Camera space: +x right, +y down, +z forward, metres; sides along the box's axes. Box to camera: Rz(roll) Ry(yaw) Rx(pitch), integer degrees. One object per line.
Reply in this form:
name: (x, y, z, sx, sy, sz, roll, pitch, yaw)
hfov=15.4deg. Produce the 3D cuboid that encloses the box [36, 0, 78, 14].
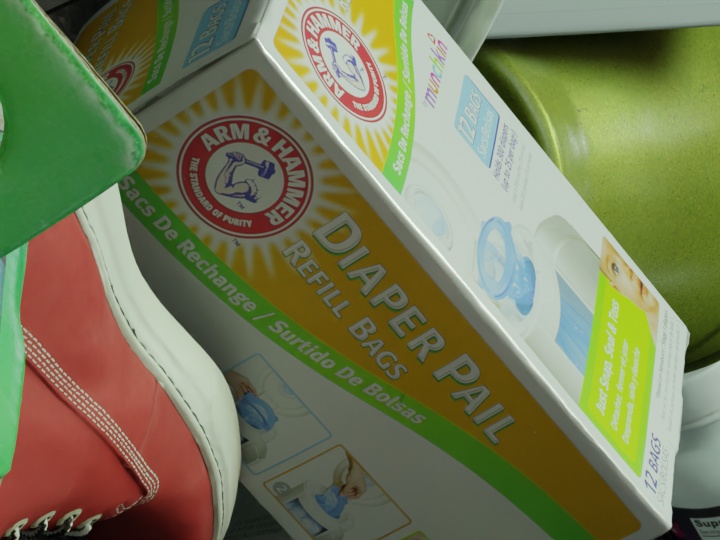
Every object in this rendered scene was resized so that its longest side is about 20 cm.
box: (-0.113, -0.172, 0.899, 0.117, 0.060, 0.200, 60, 21, -21)

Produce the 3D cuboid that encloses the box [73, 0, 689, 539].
box: (0.000, 0.000, 0.803, 0.200, 0.101, 0.113, 49, 28, -20)

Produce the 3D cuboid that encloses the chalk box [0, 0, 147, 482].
chalk box: (-0.135, 0.007, 0.443, 0.124, 0.200, 0.124, 52, 25, -37)

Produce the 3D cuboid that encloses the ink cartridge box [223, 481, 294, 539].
ink cartridge box: (-0.021, 0.181, 0.817, 0.160, 0.047, 0.200, 59, 38, -24)

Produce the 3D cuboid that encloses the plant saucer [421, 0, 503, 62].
plant saucer: (-0.020, -0.117, 0.900, 0.050, 0.200, 0.200, 22, 45, -33)

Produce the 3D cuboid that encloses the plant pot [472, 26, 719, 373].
plant pot: (0.064, -0.042, 1.066, 0.193, 0.200, 0.201, -12, 80, -58)

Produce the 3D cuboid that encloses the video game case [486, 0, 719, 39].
video game case: (0.054, -0.129, 1.033, 0.182, 0.200, 0.022, -127, -144, -61)

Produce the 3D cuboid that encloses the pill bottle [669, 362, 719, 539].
pill bottle: (0.206, 0.107, 1.357, 0.200, 0.111, 0.112, 58, 22, -27)

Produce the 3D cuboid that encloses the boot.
boot: (-0.098, 0.063, 0.704, 0.200, 0.072, 0.144, 68, 37, -52)
